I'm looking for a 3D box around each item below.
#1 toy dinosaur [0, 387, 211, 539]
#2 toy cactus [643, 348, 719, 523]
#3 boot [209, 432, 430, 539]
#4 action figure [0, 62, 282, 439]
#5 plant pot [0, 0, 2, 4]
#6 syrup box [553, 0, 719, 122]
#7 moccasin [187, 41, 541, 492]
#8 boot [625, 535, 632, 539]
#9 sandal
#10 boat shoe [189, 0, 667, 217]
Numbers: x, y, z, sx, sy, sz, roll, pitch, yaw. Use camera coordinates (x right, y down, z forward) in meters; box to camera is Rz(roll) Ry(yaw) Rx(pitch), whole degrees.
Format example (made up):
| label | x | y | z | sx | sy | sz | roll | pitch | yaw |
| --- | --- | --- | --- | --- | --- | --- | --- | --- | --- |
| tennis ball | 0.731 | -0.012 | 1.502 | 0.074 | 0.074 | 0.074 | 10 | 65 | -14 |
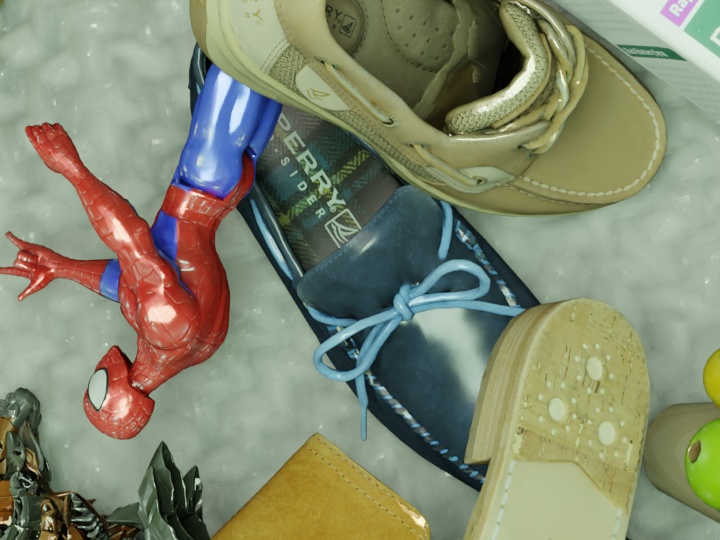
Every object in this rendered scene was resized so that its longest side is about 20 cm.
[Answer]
| label | x | y | z | sx | sy | sz | roll | pitch | yaw |
| --- | --- | --- | --- | --- | --- | --- | --- | --- | --- |
| toy dinosaur | -0.085 | 0.129 | 0.857 | 0.135 | 0.102 | 0.201 | -30 | 82 | 18 |
| toy cactus | 0.153 | 0.060 | 0.785 | 0.165 | 0.199 | 0.103 | 10 | 98 | 52 |
| boot | -0.055 | 0.108 | 0.762 | 0.200 | 0.071 | 0.145 | 32 | 86 | -10 |
| action figure | -0.068 | -0.048 | 0.826 | 0.098 | 0.065 | 0.201 | 18 | 87 | 13 |
| plant pot | -0.229 | -0.158 | 0.886 | 0.199 | 0.200 | 0.178 | -17 | 89 | 9 |
| syrup box | 0.150 | -0.073 | 0.796 | 0.199 | 0.081 | 0.079 | 35 | 90 | -12 |
| moccasin | 0.000 | 0.000 | 0.863 | 0.080 | 0.068 | 0.200 | -45 | 74 | 2 |
| boot | 0.073 | 0.187 | 0.793 | 0.200 | 0.076 | 0.168 | 41 | 77 | 6 |
| sandal | 0.065 | 0.108 | 0.727 | 0.069 | 0.077 | 0.213 | -14 | 63 | 53 |
| boat shoe | 0.037 | -0.057 | 0.803 | 0.064 | 0.199 | 0.072 | 16 | 90 | 48 |
